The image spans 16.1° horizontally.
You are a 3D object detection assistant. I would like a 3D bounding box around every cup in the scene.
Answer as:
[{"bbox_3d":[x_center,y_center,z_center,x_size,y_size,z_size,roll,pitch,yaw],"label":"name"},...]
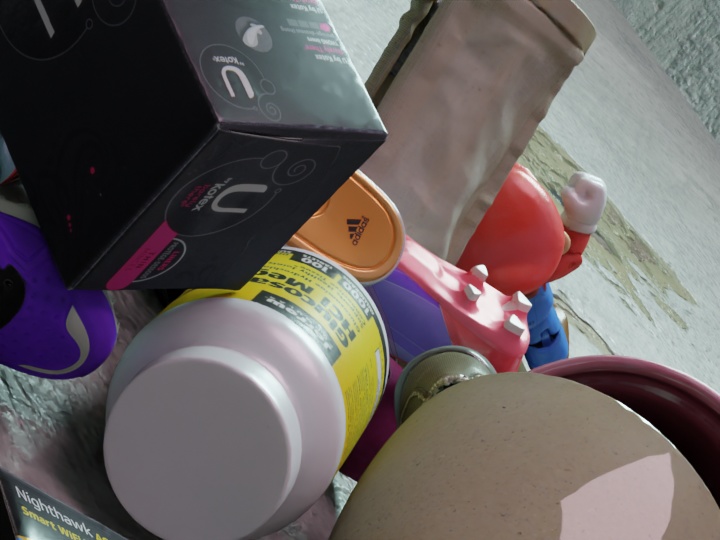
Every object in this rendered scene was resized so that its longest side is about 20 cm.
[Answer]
[{"bbox_3d":[0.054,0.165,1.136,0.201,0.200,0.143,49,37,7],"label":"cup"}]

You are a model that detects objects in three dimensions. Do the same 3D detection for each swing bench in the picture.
[{"bbox_3d":[0.028,-0.088,1.489,0.129,0.200,0.200,33,-1,-26],"label":"swing bench"}]

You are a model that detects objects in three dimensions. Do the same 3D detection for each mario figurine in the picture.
[{"bbox_3d":[0.089,-0.008,1.609,0.105,0.124,0.201,27,-27,20],"label":"mario figurine"}]

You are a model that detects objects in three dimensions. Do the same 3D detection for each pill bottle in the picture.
[{"bbox_3d":[-0.054,0.060,1.187,0.113,0.112,0.200,47,14,-2],"label":"pill bottle"}]

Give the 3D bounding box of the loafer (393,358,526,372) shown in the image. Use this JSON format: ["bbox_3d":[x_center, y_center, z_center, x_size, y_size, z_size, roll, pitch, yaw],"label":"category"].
[{"bbox_3d":[0.077,0.084,1.564,0.200,0.070,0.076,37,38,-24],"label":"loafer"}]

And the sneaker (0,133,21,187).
[{"bbox_3d":[-0.180,-0.064,1.266,0.199,0.079,0.096,30,36,-34],"label":"sneaker"}]

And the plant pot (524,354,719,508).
[{"bbox_3d":[0.129,0.147,1.382,0.200,0.200,0.179,48,-1,3],"label":"plant pot"}]

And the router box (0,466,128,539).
[{"bbox_3d":[-0.068,0.175,0.964,0.200,0.051,0.150,36,17,-38],"label":"router box"}]

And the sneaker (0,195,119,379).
[{"bbox_3d":[-0.189,-0.002,1.071,0.200,0.069,0.100,39,24,-23],"label":"sneaker"}]

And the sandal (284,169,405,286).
[{"bbox_3d":[-0.054,-0.065,1.263,0.206,0.080,0.059,30,-21,-17],"label":"sandal"}]

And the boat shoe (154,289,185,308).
[{"bbox_3d":[-0.078,-0.002,1.364,0.200,0.074,0.066,62,6,16],"label":"boat shoe"}]

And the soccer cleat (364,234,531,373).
[{"bbox_3d":[0.000,0.000,1.354,0.199,0.077,0.067,35,24,-4],"label":"soccer cleat"}]

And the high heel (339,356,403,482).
[{"bbox_3d":[-0.021,0.044,1.400,0.096,0.067,0.200,50,6,-34],"label":"high heel"}]

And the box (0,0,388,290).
[{"bbox_3d":[-0.095,-0.105,1.123,0.106,0.122,0.201,0,54,-46],"label":"box"}]

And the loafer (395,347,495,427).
[{"bbox_3d":[0.058,0.137,1.253,0.070,0.075,0.202,60,13,-86],"label":"loafer"}]
